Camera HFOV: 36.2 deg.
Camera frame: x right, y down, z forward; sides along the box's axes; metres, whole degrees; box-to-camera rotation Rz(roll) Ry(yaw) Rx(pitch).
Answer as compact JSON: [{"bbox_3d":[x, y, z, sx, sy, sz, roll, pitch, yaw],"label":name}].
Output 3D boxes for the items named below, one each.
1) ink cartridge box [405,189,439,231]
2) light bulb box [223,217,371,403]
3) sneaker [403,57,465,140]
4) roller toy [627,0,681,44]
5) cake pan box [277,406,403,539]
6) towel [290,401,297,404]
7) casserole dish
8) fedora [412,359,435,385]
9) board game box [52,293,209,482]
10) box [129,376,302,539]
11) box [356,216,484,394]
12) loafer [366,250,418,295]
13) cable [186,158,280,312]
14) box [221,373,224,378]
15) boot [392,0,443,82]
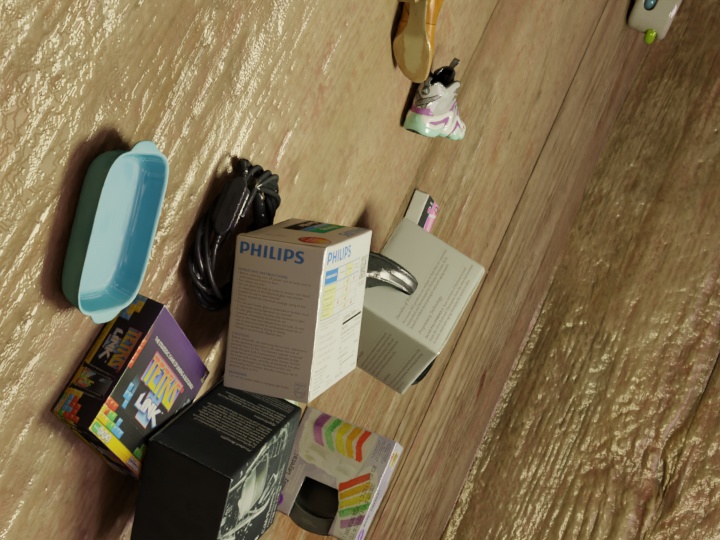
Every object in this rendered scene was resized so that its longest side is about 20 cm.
[{"bbox_3d":[0.092,-0.049,2.123,0.201,0.037,0.095,-66,161,-5],"label":"ink cartridge box"},{"bbox_3d":[-0.079,0.045,1.448,0.198,0.124,0.201,-26,124,-71],"label":"light bulb box"},{"bbox_3d":[0.153,-0.308,1.957,0.200,0.077,0.140,-16,125,-67],"label":"sneaker"},{"bbox_3d":[0.916,-0.825,3.425,0.200,0.139,0.183,-56,167,-41],"label":"roller toy"},{"bbox_3d":[-0.049,0.361,1.918,0.201,0.184,0.052,-64,156,-12],"label":"cake pan box"},{"bbox_3d":[-0.129,0.147,1.632,0.200,0.031,0.150,-1,91,-80],"label":"towel"},{"bbox_3d":[-0.261,-0.044,1.157,0.121,0.039,0.201,-13,120,-67],"label":"casserole dish"},{"bbox_3d":[0.108,0.136,2.255,0.201,0.091,0.201,-53,155,-39],"label":"fedora"},{"bbox_3d":[-0.264,0.143,1.308,0.166,0.057,0.200,-61,159,-21],"label":"board game box"},{"bbox_3d":[-0.186,0.273,1.409,0.197,0.124,0.201,-38,147,-59],"label":"box"},{"bbox_3d":[0.072,0.063,1.885,0.200,0.171,0.199,-58,180,-31],"label":"box"},{"bbox_3d":[0.000,0.000,1.730,0.068,0.200,0.071,4,-109,63],"label":"loafer"},{"bbox_3d":[-0.163,-0.041,1.426,0.163,0.051,0.201,40,69,-75],"label":"cable"},{"bbox_3d":[-0.204,0.207,1.559,0.200,0.041,0.039,-59,159,-30],"label":"box"},{"bbox_3d":[0.111,-0.414,1.746,0.144,0.071,0.202,-52,149,-35],"label":"boot"}]
